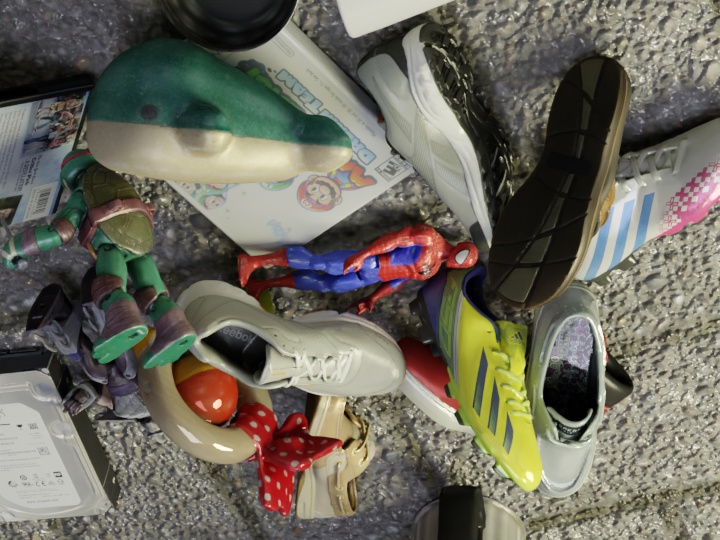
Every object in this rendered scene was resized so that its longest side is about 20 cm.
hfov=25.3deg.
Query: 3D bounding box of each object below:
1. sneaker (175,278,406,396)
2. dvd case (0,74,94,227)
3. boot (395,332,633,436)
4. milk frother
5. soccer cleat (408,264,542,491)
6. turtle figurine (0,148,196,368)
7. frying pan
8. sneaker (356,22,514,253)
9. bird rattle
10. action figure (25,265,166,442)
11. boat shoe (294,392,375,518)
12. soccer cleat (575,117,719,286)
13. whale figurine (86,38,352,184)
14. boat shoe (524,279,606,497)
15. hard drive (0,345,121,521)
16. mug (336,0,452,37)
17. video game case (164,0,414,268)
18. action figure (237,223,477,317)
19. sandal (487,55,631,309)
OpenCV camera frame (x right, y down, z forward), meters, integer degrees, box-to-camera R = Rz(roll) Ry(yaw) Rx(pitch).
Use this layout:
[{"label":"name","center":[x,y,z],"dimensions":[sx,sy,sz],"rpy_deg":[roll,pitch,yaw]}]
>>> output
[{"label":"sneaker","center":[-0.055,0.073,1.298],"dimensions":[0.198,0.092,0.076],"rpy_deg":[14,109,-14]},{"label":"dvd case","center":[-0.307,-0.080,1.250],"dimensions":[0.018,0.199,0.143],"rpy_deg":[47,133,26]},{"label":"boot","center":[0.133,0.082,1.395],"dimensions":[0.199,0.073,0.145],"rpy_deg":[28,122,-18]},{"label":"milk frother","center":[0.144,0.309,1.503],"dimensions":[0.198,0.189,0.182],"rpy_deg":[12,132,-4]},{"label":"soccer cleat","center":[0.110,0.083,1.320],"dimensions":[0.083,0.201,0.065],"rpy_deg":[-29,153,8]},{"label":"turtle figurine","center":[-0.204,-0.023,1.247],"dimensions":[0.149,0.201,0.101],"rpy_deg":[-4,146,-44]},{"label":"frying pan","center":[-0.093,-0.252,1.154],"dimensions":[0.114,0.031,0.192],"rpy_deg":[9,112,11]},{"label":"sneaker","center":[0.063,-0.099,1.248],"dimensions":[0.079,0.074,0.201],"rpy_deg":[-11,123,29]},{"label":"bird rattle","center":[-0.119,0.114,1.366],"dimensions":[0.162,0.202,0.112],"rpy_deg":[7,148,-43]},{"label":"action figure","center":[-0.221,0.090,1.445],"dimensions":[0.129,0.070,0.201],"rpy_deg":[-16,130,14]},{"label":"boat shoe","center":[-0.020,0.161,1.480],"dimensions":[0.068,0.074,0.201],"rpy_deg":[6,141,-2]},{"label":"soccer cleat","center":[0.216,-0.063,1.251],"dimensions":[0.086,0.070,0.200],"rpy_deg":[34,126,-19]},{"label":"whale figurine","center":[-0.102,-0.116,1.190],"dimensions":[0.198,0.159,0.105],"rpy_deg":[4,92,1]},{"label":"boat shoe","center":[0.167,0.110,1.334],"dimensions":[0.069,0.072,0.203],"rpy_deg":[0,114,0]},{"label":"hard drive","center":[-0.326,0.161,1.539],"dimensions":[0.138,0.038,0.201],"rpy_deg":[-6,129,12]},{"label":"mug","center":[0.046,-0.258,1.063],"dimensions":[0.151,0.150,0.188],"rpy_deg":[-11,136,6]},{"label":"video game case","center":[-0.080,-0.107,1.283],"dimensions":[0.181,0.024,0.200],"rpy_deg":[-32,120,30]},{"label":"action figure","center":[0.000,0.000,1.338],"dimensions":[0.198,0.052,0.066],"rpy_deg":[-11,138,3]},{"label":"sandal","center":[0.161,-0.063,1.226],"dimensions":[0.081,0.202,0.054],"rpy_deg":[21,-175,40]}]
